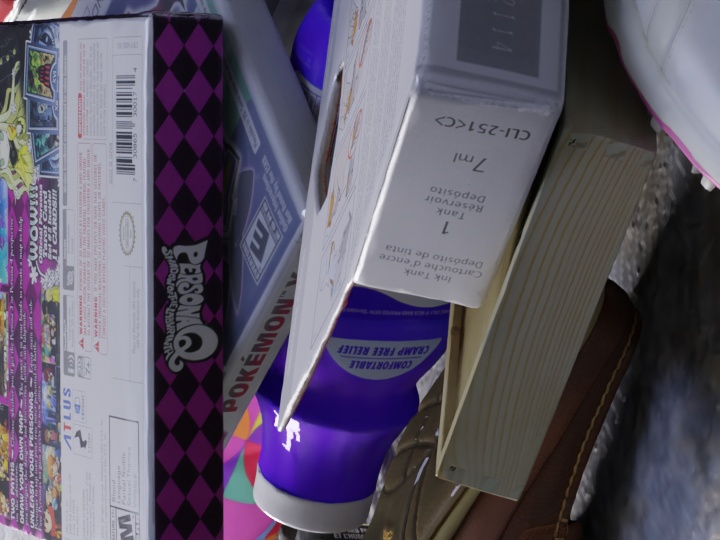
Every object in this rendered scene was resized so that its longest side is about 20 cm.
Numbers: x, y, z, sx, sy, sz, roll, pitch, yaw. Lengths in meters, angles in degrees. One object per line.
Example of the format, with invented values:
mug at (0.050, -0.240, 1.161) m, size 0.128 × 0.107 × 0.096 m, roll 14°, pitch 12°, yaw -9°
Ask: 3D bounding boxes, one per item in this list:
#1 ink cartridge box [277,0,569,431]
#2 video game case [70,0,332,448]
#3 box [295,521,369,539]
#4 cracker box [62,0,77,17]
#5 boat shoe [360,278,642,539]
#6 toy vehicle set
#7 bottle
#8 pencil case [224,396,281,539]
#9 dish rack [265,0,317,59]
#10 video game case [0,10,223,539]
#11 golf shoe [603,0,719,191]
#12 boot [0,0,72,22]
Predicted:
ink cartridge box at (0.022, -0.074, 0.754) m, size 0.177 × 0.044 × 0.201 m, roll 110°, pitch 169°, yaw -52°
video game case at (-0.075, -0.036, 0.947) m, size 0.183 × 0.023 × 0.201 m, roll -60°, pitch 42°, yaw 42°
box at (0.011, 0.190, 0.911) m, size 0.201 × 0.050 × 0.076 m, roll -108°, pitch 30°, yaw -47°
cracker box at (-0.102, -0.167, 1.169) m, size 0.201 × 0.057 × 0.135 m, roll -74°, pitch 1°, yaw -56°
boat shoe at (0.042, 0.089, 0.824) m, size 0.201 × 0.067 × 0.072 m, roll -61°, pitch 17°, yaw 15°
toy vehicle set at (0.058, -0.041, 0.762) m, size 0.201 × 0.026 × 0.125 m, roll -82°, pitch 8°, yaw -55°
bottle at (0.000, 0.000, 0.923) m, size 0.065 × 0.083 × 0.201 m, roll -131°, pitch 49°, yaw -57°
pencil case at (-0.051, 0.067, 1.058) m, size 0.201 × 0.088 × 0.089 m, roll 113°, pitch 152°, yaw -43°
dish rack at (-0.047, -0.121, 1.031) m, size 0.201 × 0.043 × 0.172 m, roll -81°, pitch 15°, yaw -51°
video game case at (-0.107, 0.004, 0.941) m, size 0.181 × 0.036 × 0.202 m, roll 5°, pitch 97°, yaw 58°
golf shoe at (0.108, -0.102, 0.667) m, size 0.092 × 0.075 × 0.201 m, roll 121°, pitch 145°, yaw -45°
boot at (-0.183, -0.148, 0.999) m, size 0.200 × 0.143 × 0.073 m, roll 128°, pitch 148°, yaw -52°
